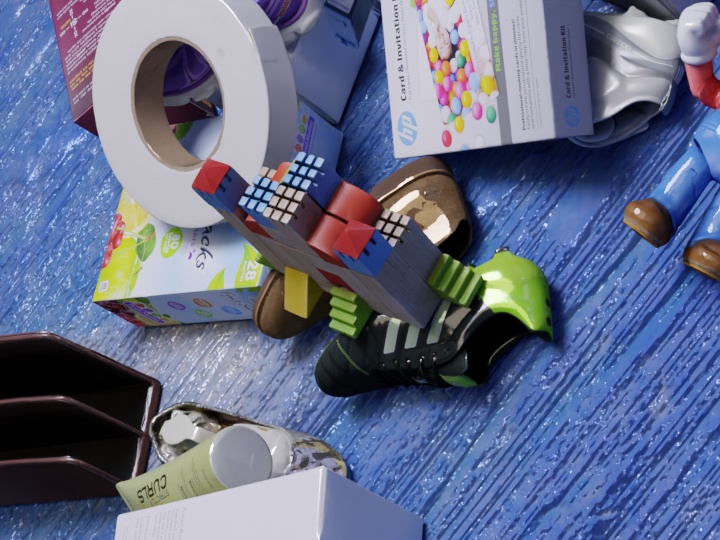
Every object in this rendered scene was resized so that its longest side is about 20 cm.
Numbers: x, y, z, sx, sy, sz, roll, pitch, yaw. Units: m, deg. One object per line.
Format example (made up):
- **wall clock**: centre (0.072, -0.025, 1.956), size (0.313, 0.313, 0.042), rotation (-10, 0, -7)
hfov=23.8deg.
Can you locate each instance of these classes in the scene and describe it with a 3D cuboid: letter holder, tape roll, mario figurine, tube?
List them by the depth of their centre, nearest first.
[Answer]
- **mario figurine**: centre (0.252, -0.098, 1.109), size (0.201, 0.123, 0.106), rotation (-61, 31, 3)
- **tube**: centre (-0.130, 0.171, 1.294), size (0.200, 0.052, 0.058), rotation (-36, 43, 54)
- **tape roll**: centre (-0.135, -0.135, 1.366), size (0.202, 0.037, 0.205), rotation (10, 106, 38)
- **letter holder**: centre (-0.294, 0.128, 1.456), size (0.199, 0.142, 0.101), rotation (-10, 60, 38)

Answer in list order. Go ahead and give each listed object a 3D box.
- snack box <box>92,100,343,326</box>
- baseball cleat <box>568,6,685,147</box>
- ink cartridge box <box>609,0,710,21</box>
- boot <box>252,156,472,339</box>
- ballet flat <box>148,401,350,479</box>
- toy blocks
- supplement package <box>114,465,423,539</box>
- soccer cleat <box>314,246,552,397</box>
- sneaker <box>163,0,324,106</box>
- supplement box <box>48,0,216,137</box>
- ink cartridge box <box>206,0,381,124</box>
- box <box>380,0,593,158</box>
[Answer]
- **snack box**: centre (-0.122, -0.045, 1.452), size (0.199, 0.068, 0.170), rotation (-6, 63, 38)
- **baseball cleat**: centre (0.147, -0.148, 1.265), size (0.199, 0.070, 0.107), rotation (9, 73, 45)
- **ink cartridge box**: centre (0.199, -0.282, 1.282), size (0.200, 0.083, 0.146), rotation (34, 91, 47)
- **boot**: centre (0.000, 0.000, 1.318), size (0.200, 0.073, 0.076), rotation (-38, 54, 16)
- **ballet flat**: centre (-0.097, 0.143, 1.322), size (0.199, 0.072, 0.073), rotation (10, 74, 44)
- **toy blocks**: centre (-0.028, -0.032, 1.213), size (0.199, 0.137, 0.100), rotation (21, 73, 39)
- **supplement package**: centre (-0.069, 0.230, 1.210), size (0.199, 0.120, 0.122), rotation (-17, 56, 35)
- **soccer cleat**: centre (0.050, 0.056, 1.242), size (0.199, 0.067, 0.082), rotation (-28, 52, 24)
- **sneaker**: centre (-0.124, -0.209, 1.413), size (0.199, 0.083, 0.081), rotation (-28, 51, 30)
- **supplement box**: centre (-0.217, -0.207, 1.598), size (0.085, 0.110, 0.201), rotation (-37, 47, 21)
- **ink cartridge box**: centre (-0.059, -0.236, 1.489), size (0.146, 0.086, 0.201), rotation (9, 75, 44)
- **box**: centre (0.088, -0.168, 1.269), size (0.199, 0.041, 0.157), rotation (-1, 95, 58)
